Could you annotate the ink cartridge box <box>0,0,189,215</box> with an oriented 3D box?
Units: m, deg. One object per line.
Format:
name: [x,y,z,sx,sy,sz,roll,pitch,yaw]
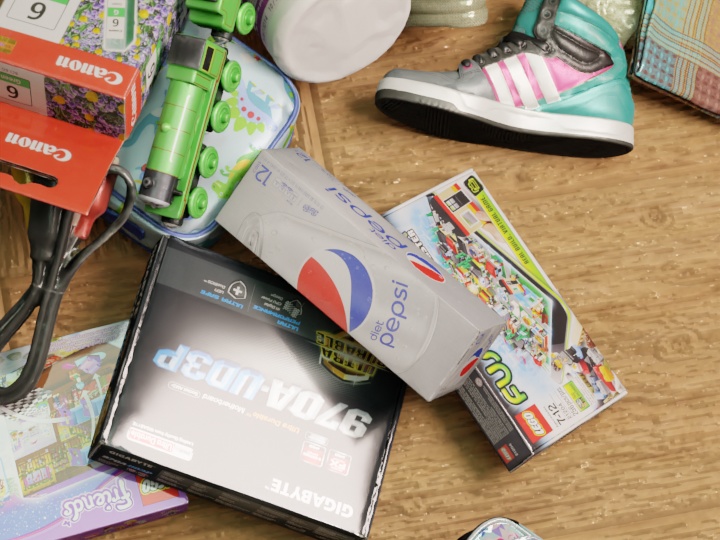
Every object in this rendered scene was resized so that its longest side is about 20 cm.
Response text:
ink cartridge box: [-0.195,-0.141,1.343,0.108,0.051,0.201,17,56,5]

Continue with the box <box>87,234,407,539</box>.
box: [-0.072,0.084,1.383,0.198,0.046,0.160,22,66,-13]

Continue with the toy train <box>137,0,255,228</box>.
toy train: [-0.110,-0.129,1.357,0.041,0.056,0.202,13,86,26]

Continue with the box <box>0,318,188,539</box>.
box: [-0.231,0.125,1.379,0.198,0.039,0.138,-14,76,-12]

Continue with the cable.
cable: [-0.205,-0.005,1.362,0.096,0.050,0.202,10,94,6]

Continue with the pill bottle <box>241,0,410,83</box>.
pill bottle: [-0.053,-0.242,1.449,0.111,0.113,0.201,-24,58,-13]

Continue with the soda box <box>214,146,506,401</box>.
soda box: [0.000,0.000,1.368,0.200,0.068,0.064,40,106,13]

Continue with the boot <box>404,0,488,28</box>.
boot: [0.029,-0.261,1.482,0.072,0.200,0.156,-18,112,-23]

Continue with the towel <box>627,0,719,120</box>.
towel: [0.280,-0.215,1.523,0.146,0.022,0.202,20,74,-25]

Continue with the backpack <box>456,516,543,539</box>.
backpack: [0.115,0.281,1.332,0.200,0.151,0.178,41,72,0]

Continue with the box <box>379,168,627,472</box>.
box: [0.093,0.033,1.429,0.110,0.035,0.201,-28,79,-39]

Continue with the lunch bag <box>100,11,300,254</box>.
lunch bag: [-0.158,-0.112,1.433,0.199,0.083,0.161,34,73,2]

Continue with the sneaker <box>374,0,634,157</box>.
sneaker: [0.112,-0.159,1.479,0.198,0.084,0.122,8,78,-13]

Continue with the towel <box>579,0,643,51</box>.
towel: [0.207,-0.279,1.552,0.148,0.037,0.200,37,73,5]
